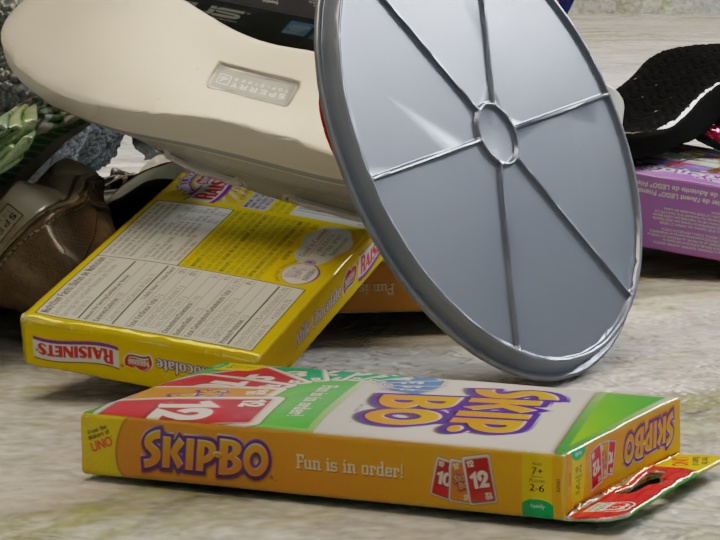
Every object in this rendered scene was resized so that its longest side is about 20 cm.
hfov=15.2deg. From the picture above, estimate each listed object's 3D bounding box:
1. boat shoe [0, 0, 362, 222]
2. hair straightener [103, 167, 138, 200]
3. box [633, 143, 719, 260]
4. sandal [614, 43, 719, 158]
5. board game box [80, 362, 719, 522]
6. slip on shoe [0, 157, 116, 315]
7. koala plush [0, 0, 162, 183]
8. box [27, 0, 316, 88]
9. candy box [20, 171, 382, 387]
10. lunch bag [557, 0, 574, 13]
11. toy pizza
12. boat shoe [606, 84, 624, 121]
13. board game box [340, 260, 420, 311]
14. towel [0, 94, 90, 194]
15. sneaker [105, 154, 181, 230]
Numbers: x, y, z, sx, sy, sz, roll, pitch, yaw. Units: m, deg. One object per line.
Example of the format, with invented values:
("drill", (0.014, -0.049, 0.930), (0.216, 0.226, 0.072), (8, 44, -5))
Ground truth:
("boat shoe", (-0.058, -0.067, 1.144), (0.200, 0.069, 0.072), (12, 54, 15))
("hair straightener", (-0.129, -0.033, 1.489), (0.200, 0.041, 0.077), (-11, 12, -27))
("box", (0.150, -0.041, 1.376), (0.200, 0.039, 0.137), (11, 12, 26))
("sandal", (0.167, -0.079, 1.397), (0.075, 0.045, 0.200), (6, 23, 35))
("board game box", (0.014, 0.057, 0.910), (0.200, 0.030, 0.095), (6, 12, 28))
("slip on shoe", (-0.138, -0.007, 1.245), (0.061, 0.076, 0.200), (37, 1, -1))
("koala plush", (-0.160, -0.121, 1.665), (0.200, 0.178, 0.184), (-6, 21, -28))
("box", (-0.043, -0.114, 1.290), (0.200, 0.049, 0.161), (9, -18, -21))
("candy box", (-0.051, -0.004, 1.120), (0.102, 0.026, 0.200), (7, 25, 19))
("lunch bag", (0.045, -0.173, 1.421), (0.150, 0.200, 0.094), (20, 24, -30))
("toy pizza", (0.043, -0.049, 1.077), (0.032, 0.201, 0.200), (-24, -6, 36))
("boat shoe", (0.023, -0.057, 1.261), (0.199, 0.064, 0.071), (0, -25, 5))
("board game box", (0.000, 0.000, 1.216), (0.199, 0.030, 0.096), (1, 8, 0))
("towel", (-0.181, -0.025, 1.201), (0.153, 0.023, 0.200), (-43, 4, 10))
("sneaker", (-0.037, -0.027, 1.335), (0.200, 0.074, 0.080), (-7, 11, 24))
